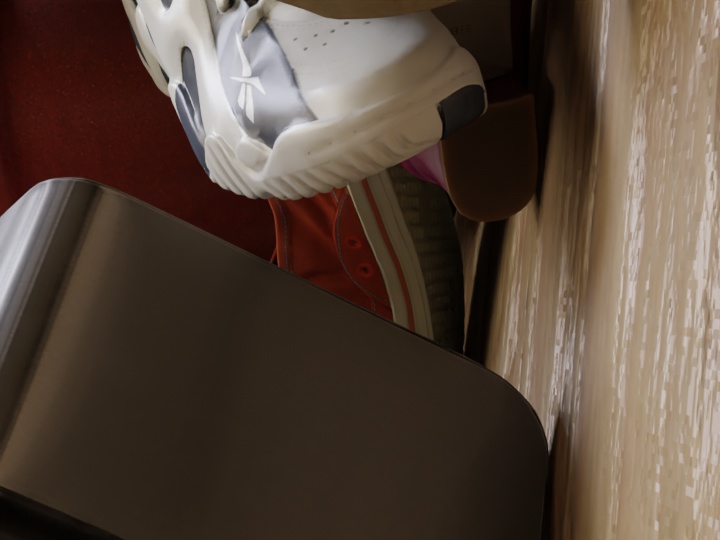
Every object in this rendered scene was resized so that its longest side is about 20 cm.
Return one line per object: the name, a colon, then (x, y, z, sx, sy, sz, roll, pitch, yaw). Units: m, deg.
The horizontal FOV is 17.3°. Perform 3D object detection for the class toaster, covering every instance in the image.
toaster: (-0.068, 0.085, 0.678, 0.181, 0.200, 0.119, -45, 24, 51)

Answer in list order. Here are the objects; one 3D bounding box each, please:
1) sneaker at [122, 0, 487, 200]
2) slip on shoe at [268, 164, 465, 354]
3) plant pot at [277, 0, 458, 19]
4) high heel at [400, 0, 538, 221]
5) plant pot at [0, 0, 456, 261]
sneaker: (-0.036, -0.105, 0.688, 0.199, 0.079, 0.130, -125, 12, -65)
slip on shoe: (0.000, 0.000, 0.861, 0.200, 0.061, 0.074, 71, -158, -44)
plant pot: (-0.007, -0.168, 0.567, 0.184, 0.200, 0.201, 81, -171, -54)
high heel: (0.030, -0.120, 0.743, 0.096, 0.067, 0.200, -120, 21, -66)
plant pot: (-0.068, -0.075, 0.951, 0.201, 0.195, 0.201, -7, -90, -76)
